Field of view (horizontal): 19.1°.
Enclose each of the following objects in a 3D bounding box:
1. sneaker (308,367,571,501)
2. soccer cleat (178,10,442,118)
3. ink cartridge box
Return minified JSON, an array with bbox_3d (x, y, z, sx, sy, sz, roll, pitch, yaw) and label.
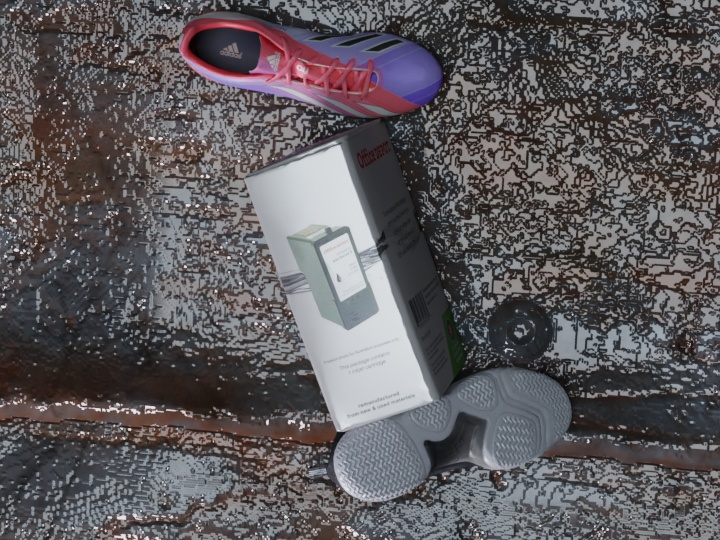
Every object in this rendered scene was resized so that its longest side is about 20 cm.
[{"bbox_3d":[0.056,0.124,1.632,0.200,0.114,0.076,-15,90,-23],"label":"sneaker"},{"bbox_3d":[-0.039,-0.153,1.601,0.199,0.076,0.067,13,101,9],"label":"soccer cleat"},{"bbox_3d":[0.000,0.000,1.584,0.084,0.145,0.201,-19,95,14],"label":"ink cartridge box"}]
